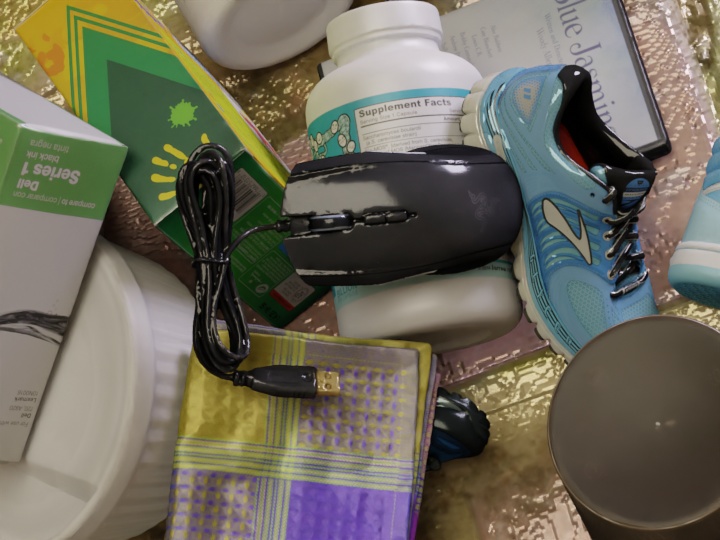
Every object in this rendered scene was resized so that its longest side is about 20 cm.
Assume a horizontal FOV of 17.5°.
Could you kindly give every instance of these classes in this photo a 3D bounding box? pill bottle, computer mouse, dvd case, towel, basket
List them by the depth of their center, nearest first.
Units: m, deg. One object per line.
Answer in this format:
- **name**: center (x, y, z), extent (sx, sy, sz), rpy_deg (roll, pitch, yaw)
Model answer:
- **basket**: center (0.177, 0.109, 1.245), extent (0.136, 0.200, 0.181), rpy_deg (-2, 71, 18)
- **computer mouse**: center (0.000, 0.000, 1.279), extent (0.199, 0.046, 0.141), rpy_deg (-1, 91, -15)
- **towel**: center (-0.037, 0.128, 1.304), extent (0.143, 0.023, 0.201), rpy_deg (10, 76, -3)
- **pill bottle**: center (0.028, -0.055, 1.385), extent (0.110, 0.111, 0.201), rpy_deg (-12, 77, 14)
- **dvd case**: center (0.081, -0.102, 1.458), extent (0.199, 0.018, 0.143), rpy_deg (-20, 65, 11)
- **pill bottle**: center (-0.093, -0.239, 1.515), extent (0.114, 0.114, 0.200), rpy_deg (-33, 64, 5)

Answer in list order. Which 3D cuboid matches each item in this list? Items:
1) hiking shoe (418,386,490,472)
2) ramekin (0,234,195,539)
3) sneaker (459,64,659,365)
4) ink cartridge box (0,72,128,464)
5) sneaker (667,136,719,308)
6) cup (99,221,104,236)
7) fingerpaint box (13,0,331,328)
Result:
- **hiking shoe**: center (-0.016, 0.126, 1.373), extent (0.199, 0.074, 0.087), rpy_deg (-14, 58, 21)
- **ramekin**: center (-0.171, 0.074, 1.382), extent (0.202, 0.094, 0.203), rpy_deg (-8, 78, 39)
- **sneaker**: center (0.132, -0.027, 1.334), extent (0.090, 0.078, 0.200), rpy_deg (-19, 101, 40)
- **ink cartridge box**: center (-0.233, -0.008, 1.327), extent (0.146, 0.084, 0.201), rpy_deg (29, 104, 40)
- **sneaker**: center (0.282, -0.037, 1.331), extent (0.199, 0.080, 0.131), rpy_deg (8, 75, 21)
- **cup**: center (-0.283, -0.043, 1.475), extent (0.200, 0.143, 0.201), rpy_deg (-12, 60, 21)
- **fingerpaint box**: center (-0.103, -0.072, 1.408), extent (0.073, 0.200, 0.167), rpy_deg (-39, 64, 3)
